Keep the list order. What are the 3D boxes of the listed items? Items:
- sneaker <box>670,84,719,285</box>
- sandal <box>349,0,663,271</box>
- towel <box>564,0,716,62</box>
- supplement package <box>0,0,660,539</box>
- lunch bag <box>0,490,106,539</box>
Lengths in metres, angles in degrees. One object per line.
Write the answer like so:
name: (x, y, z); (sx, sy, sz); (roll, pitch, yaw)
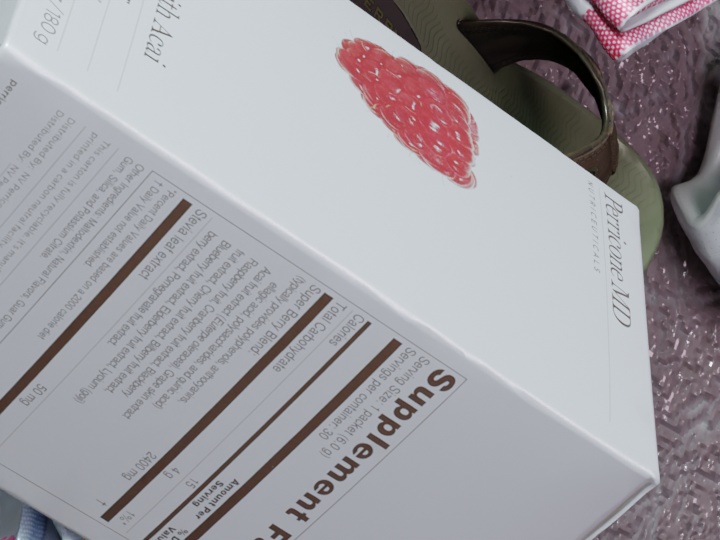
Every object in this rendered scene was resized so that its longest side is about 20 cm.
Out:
sneaker: (0.192, -0.077, 0.863); (0.080, 0.070, 0.201); (38, 73, -33)
sandal: (0.043, -0.045, 0.667); (0.201, 0.057, 0.080); (37, 58, -46)
towel: (0.064, -0.170, 0.705); (0.146, 0.030, 0.200); (-32, 80, -39)
supplement package: (-0.032, 0.001, 0.580); (0.199, 0.120, 0.122); (33, 32, -20)
lunch bag: (-0.067, 0.121, 0.645); (0.169, 0.127, 0.201); (28, 67, -39)
